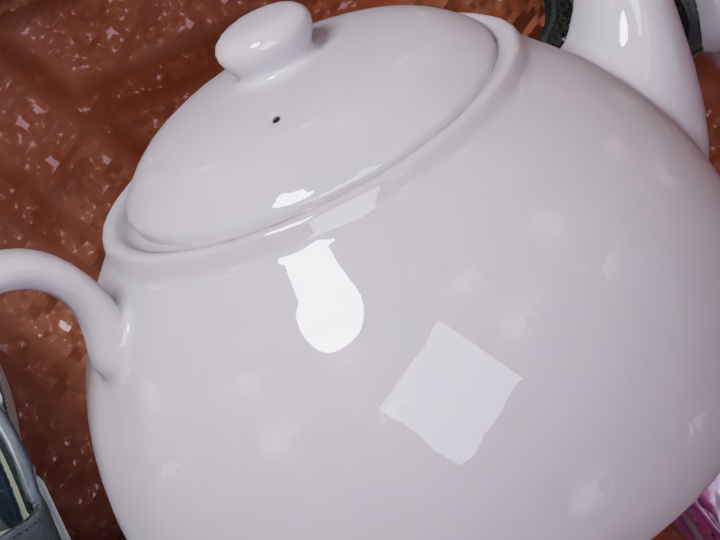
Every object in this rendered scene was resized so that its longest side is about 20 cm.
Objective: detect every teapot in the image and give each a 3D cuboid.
[{"bbox_3d":[0.000,0.000,0.777,0.197,0.200,0.146,-18,114,26],"label":"teapot"}]

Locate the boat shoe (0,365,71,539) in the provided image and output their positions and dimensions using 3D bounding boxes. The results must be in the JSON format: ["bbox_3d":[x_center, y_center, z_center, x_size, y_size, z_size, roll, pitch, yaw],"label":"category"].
[{"bbox_3d":[-0.109,0.087,0.799,0.073,0.062,0.200,-22,60,0],"label":"boat shoe"}]

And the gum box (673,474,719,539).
[{"bbox_3d":[0.161,0.105,0.850,0.066,0.114,0.200,-39,97,-2],"label":"gum box"}]

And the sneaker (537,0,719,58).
[{"bbox_3d":[0.038,-0.135,0.843,0.086,0.080,0.200,-31,91,8],"label":"sneaker"}]
